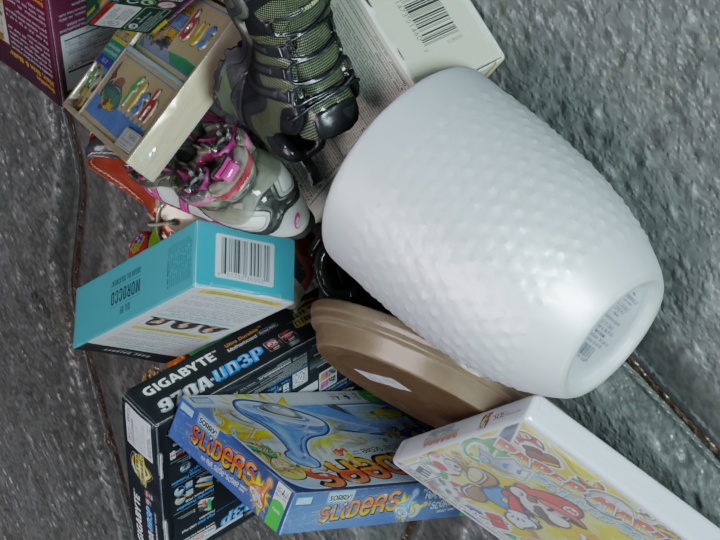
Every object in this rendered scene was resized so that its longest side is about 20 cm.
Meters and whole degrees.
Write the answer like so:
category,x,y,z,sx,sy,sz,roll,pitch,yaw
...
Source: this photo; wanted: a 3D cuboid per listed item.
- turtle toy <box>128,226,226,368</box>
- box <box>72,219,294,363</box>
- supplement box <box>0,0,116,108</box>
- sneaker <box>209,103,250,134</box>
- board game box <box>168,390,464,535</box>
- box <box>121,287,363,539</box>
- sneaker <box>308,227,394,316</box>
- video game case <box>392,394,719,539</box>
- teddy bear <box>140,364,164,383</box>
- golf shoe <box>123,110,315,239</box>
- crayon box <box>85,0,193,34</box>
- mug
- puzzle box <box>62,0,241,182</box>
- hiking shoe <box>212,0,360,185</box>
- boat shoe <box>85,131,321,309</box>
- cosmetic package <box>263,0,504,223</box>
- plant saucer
category,x,y,z,sx,sy,sz,roll,pitch,yaw
turtle toy,-0.135,0.007,1.603,0.146,0.101,0.200,52,149,18
box,-0.131,0.018,1.443,0.200,0.082,0.049,-24,60,54
supplement box,-0.244,-0.248,1.584,0.110,0.085,0.201,35,141,39
sneaker,-0.112,-0.132,1.464,0.082,0.088,0.200,57,150,9
board game box,-0.021,0.135,1.433,0.135,0.199,0.035,35,113,38
box,-0.084,0.117,1.512,0.046,0.199,0.160,39,144,34
sneaker,0.000,0.000,1.380,0.071,0.098,0.200,63,152,9
video game case,0.139,0.157,1.271,0.200,0.023,0.182,37,154,-13
teddy bear,-0.135,0.158,1.766,0.200,0.067,0.146,43,148,33
golf shoe,-0.101,-0.064,1.367,0.092,0.073,0.200,36,180,-30
crayon box,-0.127,-0.273,1.328,0.200,0.058,0.174,-25,63,61
mug,0.093,-0.002,1.206,0.175,0.148,0.200,41,170,26
puzzle box,-0.141,-0.143,1.395,0.025,0.133,0.200,37,179,-26
hiking shoe,-0.031,-0.135,1.216,0.101,0.076,0.200,46,156,14
boat shoe,-0.120,-0.042,1.480,0.199,0.063,0.071,29,159,-9
cosmetic package,0.003,-0.123,1.301,0.104,0.073,0.200,59,151,7
plant saucer,0.051,0.077,1.319,0.199,0.030,0.200,27,169,5
